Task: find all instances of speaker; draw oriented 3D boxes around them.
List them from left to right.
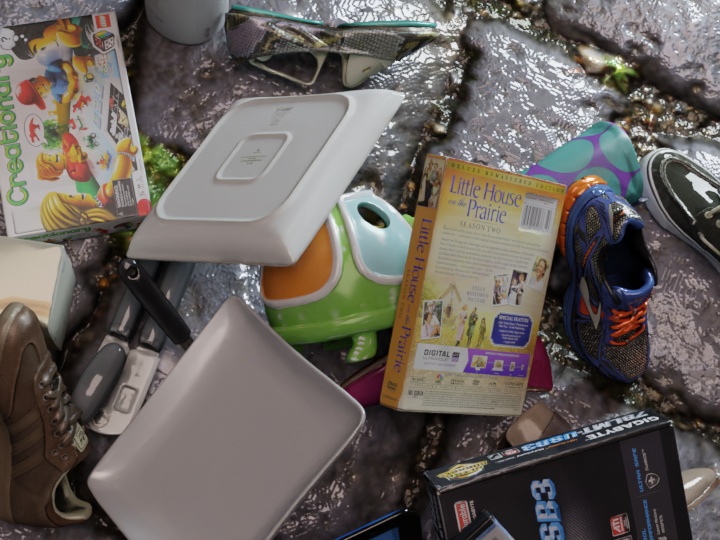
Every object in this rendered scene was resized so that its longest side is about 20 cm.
[{"bbox_3d":[-0.151,-0.275,1.071,0.081,0.200,0.082,2,74,-7],"label":"speaker"}]

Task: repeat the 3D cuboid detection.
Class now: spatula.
[{"bbox_3d":[-0.138,0.070,1.035,0.056,0.021,0.200,-40,100,-12],"label":"spatula"}]

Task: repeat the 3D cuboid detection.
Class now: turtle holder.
[{"bbox_3d":[0.002,0.000,1.033,0.185,0.141,0.132,-12,92,-26],"label":"turtle holder"}]

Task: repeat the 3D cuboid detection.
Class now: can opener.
[{"bbox_3d":[-0.187,0.046,1.049,0.052,0.067,0.201,20,68,0],"label":"can opener"}]

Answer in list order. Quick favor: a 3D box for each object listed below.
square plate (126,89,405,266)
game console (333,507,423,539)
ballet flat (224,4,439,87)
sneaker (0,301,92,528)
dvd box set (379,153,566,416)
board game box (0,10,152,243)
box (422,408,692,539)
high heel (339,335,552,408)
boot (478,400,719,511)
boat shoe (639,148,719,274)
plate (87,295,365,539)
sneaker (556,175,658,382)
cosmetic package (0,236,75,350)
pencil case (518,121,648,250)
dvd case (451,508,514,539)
[{"bbox_3d":[-0.085,-0.086,1.031,0.198,0.199,0.028,-59,133,-30],"label":"square plate"},{"bbox_3d":[-0.017,0.306,0.965,0.199,0.118,0.171,-22,78,-13],"label":"game console"},{"bbox_3d":[-0.028,-0.205,1.148,0.199,0.072,0.072,3,73,-7],"label":"ballet flat"},{"bbox_3d":[-0.246,0.115,0.969,0.075,0.201,0.071,8,30,3],"label":"sneaker"},{"bbox_3d":[0.093,0.016,0.998,0.146,0.029,0.201,7,95,-41],"label":"dvd box set"},{"bbox_3d":[-0.263,-0.127,1.100,0.126,0.035,0.201,-11,76,-10],"label":"board game box"},{"bbox_3d":[0.164,0.230,0.976,0.198,0.050,0.201,-13,101,-11],"label":"box"},{"bbox_3d":[0.072,0.100,1.067,0.199,0.067,0.096,-26,88,-10],"label":"high heel"},{"bbox_3d":[0.190,0.176,1.058,0.200,0.070,0.147,-31,78,-15],"label":"boot"},{"bbox_3d":[0.342,-0.042,1.143,0.071,0.064,0.200,-41,83,-17],"label":"boat shoe"},{"bbox_3d":[-0.104,0.144,0.958,0.200,0.032,0.200,-51,45,-2],"label":"plate"},{"bbox_3d":[0.218,0.019,1.064,0.075,0.078,0.201,-29,122,-15],"label":"sneaker"},{"bbox_3d":[-0.343,0.010,1.015,0.199,0.105,0.071,8,74,-4],"label":"cosmetic package"},{"bbox_3d":[0.159,-0.052,1.105,0.200,0.092,0.085,-31,82,-16],"label":"pencil case"},{"bbox_3d":[0.106,0.298,0.943,0.143,0.018,0.200,-42,106,0],"label":"dvd case"}]
